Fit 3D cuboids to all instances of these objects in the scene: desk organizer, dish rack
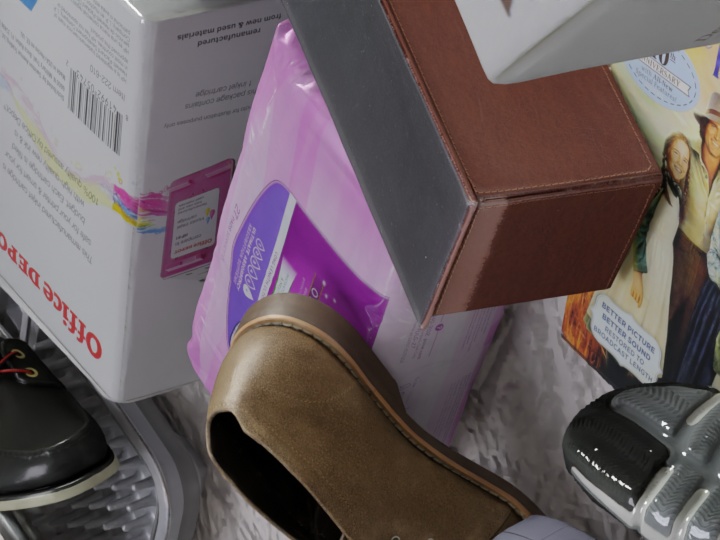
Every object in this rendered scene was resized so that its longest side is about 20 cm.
[{"bbox_3d":[0.031,-0.083,1.092,0.072,0.077,0.200,110,144,-50],"label":"desk organizer"},{"bbox_3d":[-0.140,0.096,1.520,0.200,0.043,0.172,52,142,34],"label":"dish rack"}]

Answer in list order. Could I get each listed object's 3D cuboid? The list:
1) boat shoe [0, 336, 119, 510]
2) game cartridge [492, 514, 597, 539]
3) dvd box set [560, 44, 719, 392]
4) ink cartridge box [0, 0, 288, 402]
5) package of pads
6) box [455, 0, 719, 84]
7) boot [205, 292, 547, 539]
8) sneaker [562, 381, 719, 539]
[{"bbox_3d":[-0.182,0.069,1.464,0.201,0.073,0.063,20,128,58],"label":"boat shoe"},{"bbox_3d":[0.110,0.166,1.080,0.133,0.041,0.200,60,169,-25],"label":"game cartridge"},{"bbox_3d":[0.135,-0.021,1.031,0.146,0.029,0.201,45,139,40],"label":"dvd box set"},{"bbox_3d":[-0.104,-0.064,1.349,0.145,0.084,0.201,43,136,42],"label":"ink cartridge box"},{"bbox_3d":[0.000,0.000,1.216,0.121,0.075,0.200,54,144,31],"label":"package of pads"},{"bbox_3d":[0.110,-0.189,0.839,0.200,0.171,0.200,-36,72,49],"label":"box"},{"bbox_3d":[0.014,0.104,1.166,0.200,0.076,0.074,44,130,-16],"label":"boot"},{"bbox_3d":[0.151,0.119,0.995,0.200,0.075,0.116,22,132,31],"label":"sneaker"}]
